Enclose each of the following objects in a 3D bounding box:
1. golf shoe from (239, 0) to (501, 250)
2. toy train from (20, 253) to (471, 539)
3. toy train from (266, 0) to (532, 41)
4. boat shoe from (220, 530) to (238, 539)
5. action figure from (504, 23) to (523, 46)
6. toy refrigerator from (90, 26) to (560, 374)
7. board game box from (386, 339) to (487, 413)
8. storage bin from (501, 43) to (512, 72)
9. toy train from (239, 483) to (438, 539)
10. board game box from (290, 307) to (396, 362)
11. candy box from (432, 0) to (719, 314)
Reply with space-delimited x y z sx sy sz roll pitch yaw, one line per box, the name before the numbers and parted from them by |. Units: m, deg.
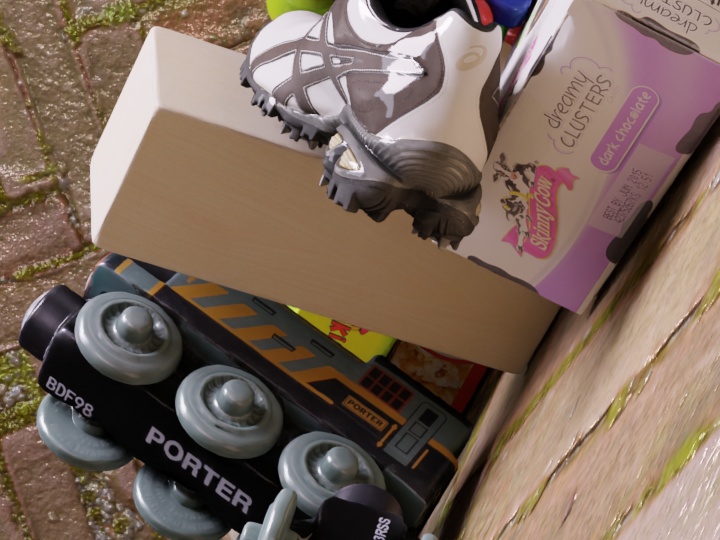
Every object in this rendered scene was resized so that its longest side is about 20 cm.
golf shoe | 0.013 -0.082 1.113 0.095 0.077 0.200 -70 25 13
toy train | -0.048 0.062 1.226 0.114 0.199 0.085 -44 -15 -50
toy train | -0.022 -0.142 1.217 0.116 0.199 0.085 108 -174 -63
boat shoe | -0.057 0.107 1.463 0.071 0.064 0.202 -16 -82 -82
action figure | 0.080 -0.101 1.376 0.200 0.098 0.066 -73 -26 -60
toy refrigerator | -0.009 -0.030 1.213 0.070 0.199 0.076 -99 30 -52
board game box | 0.039 0.030 1.434 0.201 0.046 0.152 -62 4 21
storage bin | 0.106 -0.178 1.587 0.201 0.093 0.199 -63 3 16
toy train | -0.022 0.171 1.077 0.200 0.085 0.114 -71 -4 -53
board game box | 0.000 0.000 1.392 0.102 0.047 0.200 -57 5 18
candy box | 0.114 -0.111 1.126 0.201 0.071 0.168 -66 3 -36
